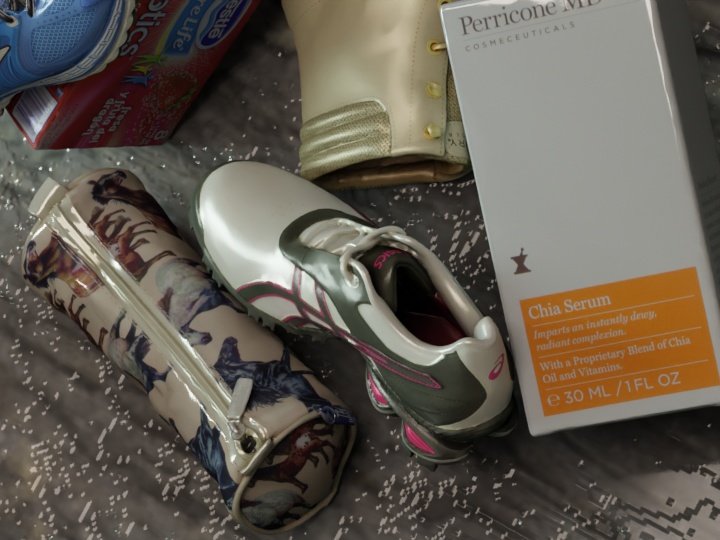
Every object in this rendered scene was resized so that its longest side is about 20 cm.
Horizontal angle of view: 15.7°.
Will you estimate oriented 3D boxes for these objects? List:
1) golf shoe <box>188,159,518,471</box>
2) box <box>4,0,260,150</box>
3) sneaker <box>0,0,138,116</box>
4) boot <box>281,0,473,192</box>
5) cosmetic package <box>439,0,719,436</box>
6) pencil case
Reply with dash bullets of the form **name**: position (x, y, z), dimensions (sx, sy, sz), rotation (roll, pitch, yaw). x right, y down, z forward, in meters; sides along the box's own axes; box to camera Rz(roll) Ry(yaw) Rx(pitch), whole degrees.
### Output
- **golf shoe**: position (0.000, 0.000, 1.217), dimensions (0.200, 0.088, 0.077), rotation (40, 61, 23)
- **box**: position (-0.107, -0.163, 1.293), dimensions (0.100, 0.095, 0.200), rotation (53, 125, 25)
- **sneaker**: position (-0.183, -0.114, 1.240), dimensions (0.200, 0.089, 0.079), rotation (-32, 74, 39)
- **boot**: position (0.051, -0.126, 1.267), dimensions (0.199, 0.073, 0.156), rotation (-13, 71, 22)
- **cosmetic package**: position (0.111, -0.034, 1.185), dimensions (0.101, 0.071, 0.201), rotation (-12, 93, 19)
- **pencil case**: position (-0.087, 0.035, 1.274), dimensions (0.078, 0.090, 0.200), rotation (-41, 64, -6)
